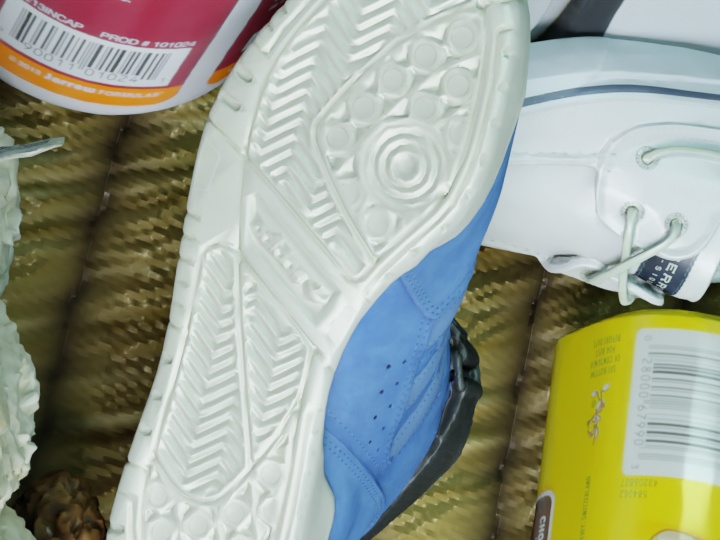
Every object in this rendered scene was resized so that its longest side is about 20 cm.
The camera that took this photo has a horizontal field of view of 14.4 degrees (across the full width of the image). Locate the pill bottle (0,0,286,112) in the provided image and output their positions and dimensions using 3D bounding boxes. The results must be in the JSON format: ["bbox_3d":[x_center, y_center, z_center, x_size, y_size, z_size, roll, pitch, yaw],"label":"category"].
[{"bbox_3d":[-0.043,-0.131,0.725,0.113,0.200,0.113,9,64,-19],"label":"pill bottle"}]

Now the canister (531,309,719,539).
[{"bbox_3d":[0.114,0.125,0.844,0.148,0.087,0.200,18,69,-25],"label":"canister"}]

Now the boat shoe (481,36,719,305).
[{"bbox_3d":[0.089,-0.024,0.827,0.200,0.074,0.067,-5,64,-14],"label":"boat shoe"}]

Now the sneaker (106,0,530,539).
[{"bbox_3d":[-0.001,0.000,0.768,0.077,0.111,0.200,21,102,13],"label":"sneaker"}]

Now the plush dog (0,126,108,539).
[{"bbox_3d":[-0.130,0.062,0.697,0.200,0.160,0.172,-29,119,-31],"label":"plush dog"}]

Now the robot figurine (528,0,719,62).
[{"bbox_3d":[0.082,-0.114,0.856,0.200,0.125,0.150,4,77,-30],"label":"robot figurine"}]
